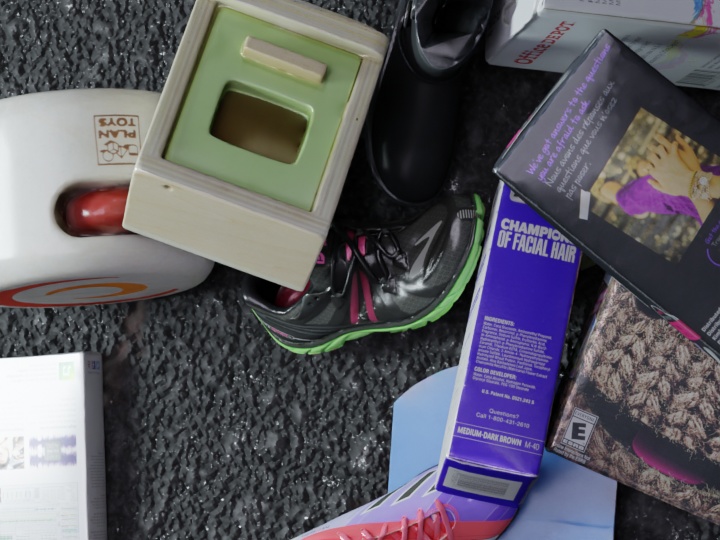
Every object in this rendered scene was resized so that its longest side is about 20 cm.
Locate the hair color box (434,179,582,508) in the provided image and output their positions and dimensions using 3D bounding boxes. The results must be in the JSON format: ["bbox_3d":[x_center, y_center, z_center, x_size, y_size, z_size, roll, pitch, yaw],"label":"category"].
[{"bbox_3d":[0.098,0.040,1.393,0.064,0.109,0.202,11,74,1],"label":"hair color box"}]

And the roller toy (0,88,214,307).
[{"bbox_3d":[-0.193,-0.054,1.524,0.198,0.182,0.141,-8,82,20],"label":"roller toy"}]

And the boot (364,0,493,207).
[{"bbox_3d":[0.050,-0.130,1.424,0.065,0.200,0.167,5,87,-8],"label":"boot"}]

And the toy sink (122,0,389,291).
[{"bbox_3d":[-0.060,-0.112,1.423,0.129,0.112,0.202,20,67,-3],"label":"toy sink"}]

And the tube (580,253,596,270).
[{"bbox_3d":[0.164,-0.103,1.455,0.052,0.058,0.202,2,85,35],"label":"tube"}]

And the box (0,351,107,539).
[{"bbox_3d":[-0.257,0.164,1.612,0.143,0.036,0.202,-4,83,21],"label":"box"}]

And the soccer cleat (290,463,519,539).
[{"bbox_3d":[0.015,0.181,1.439,0.199,0.073,0.069,-25,83,13],"label":"soccer cleat"}]

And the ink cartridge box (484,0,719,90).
[{"bbox_3d":[0.190,-0.173,1.362,0.198,0.146,0.084,6,82,-10],"label":"ink cartridge box"}]

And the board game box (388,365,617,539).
[{"bbox_3d":[0.098,0.161,1.475,0.156,0.039,0.202,4,93,17],"label":"board game box"}]

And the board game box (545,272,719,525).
[{"bbox_3d":[0.224,0.047,1.378,0.158,0.097,0.202,22,93,2],"label":"board game box"}]

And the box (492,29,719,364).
[{"bbox_3d":[0.182,-0.035,1.266,0.200,0.122,0.106,39,93,1],"label":"box"}]

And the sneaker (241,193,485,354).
[{"bbox_3d":[0.000,0.000,1.473,0.199,0.084,0.077,-26,47,32],"label":"sneaker"}]
